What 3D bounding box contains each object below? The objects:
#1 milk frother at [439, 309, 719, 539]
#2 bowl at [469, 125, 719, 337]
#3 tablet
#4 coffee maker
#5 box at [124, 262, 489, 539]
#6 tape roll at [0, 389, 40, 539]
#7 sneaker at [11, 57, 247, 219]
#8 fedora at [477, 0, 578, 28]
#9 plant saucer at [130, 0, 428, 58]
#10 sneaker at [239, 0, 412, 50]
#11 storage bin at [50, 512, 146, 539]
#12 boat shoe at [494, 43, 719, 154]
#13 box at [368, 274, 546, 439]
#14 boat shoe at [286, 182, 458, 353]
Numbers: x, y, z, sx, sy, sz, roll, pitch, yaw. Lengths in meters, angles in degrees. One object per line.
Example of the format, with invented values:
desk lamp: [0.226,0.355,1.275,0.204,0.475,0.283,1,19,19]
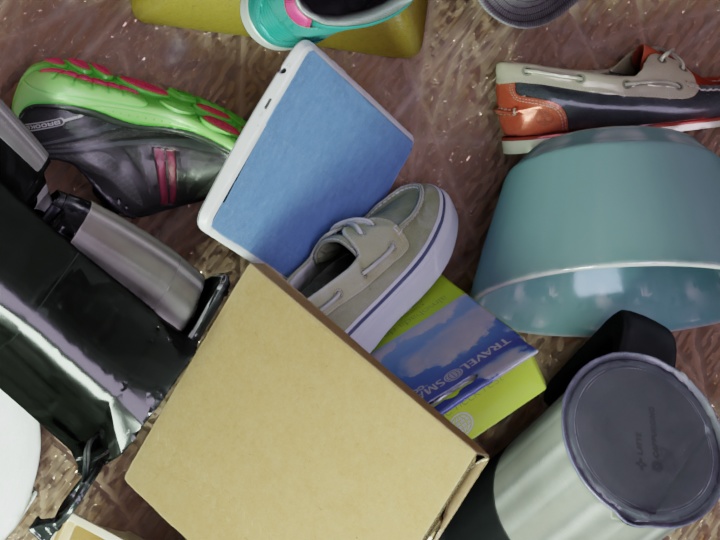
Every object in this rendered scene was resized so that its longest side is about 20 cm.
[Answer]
milk frother: [0.100,0.111,1.516,0.199,0.188,0.181,9,59,-21]
bowl: [0.167,-0.028,1.537,0.200,0.201,0.105,1,76,-16]
tablet: [-0.031,-0.058,1.481,0.014,0.200,0.130,28,87,25]
coffee maker: [-0.204,0.017,1.408,0.200,0.192,0.135,38,129,-14]
box: [-0.036,0.116,1.395,0.021,0.200,0.164,11,113,-56]
tape roll: [-0.300,0.106,1.483,0.202,0.037,0.204,-2,96,-16]
sneaker: [-0.129,-0.071,1.505,0.199,0.077,0.084,20,108,-14]
fedora: [0.151,-0.240,1.498,0.200,0.090,0.177,-28,123,-54]
plant saucer: [-0.036,-0.247,1.518,0.199,0.048,0.201,6,94,-17]
sneaker: [0.012,-0.214,1.410,0.084,0.121,0.200,40,84,-17]
storage bin: [-0.124,0.283,1.467,0.200,0.094,0.199,23,88,23]
boat shoe: [0.186,-0.120,1.584,0.199,0.071,0.063,-8,95,-11]
box: [0.029,0.063,1.485,0.122,0.200,0.048,-34,118,-10]
boat shoe: [0.000,0.000,1.500,0.200,0.072,0.062,-54,127,-41]
